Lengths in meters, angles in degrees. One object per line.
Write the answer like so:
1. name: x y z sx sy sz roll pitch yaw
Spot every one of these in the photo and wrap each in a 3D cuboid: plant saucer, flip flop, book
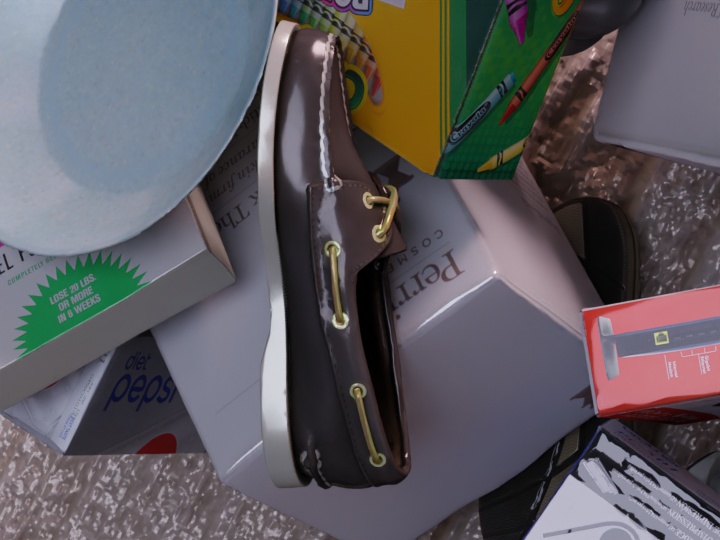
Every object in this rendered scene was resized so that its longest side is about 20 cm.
1. plant saucer: -0.107 -0.098 1.229 0.200 0.039 0.202 -12 68 32
2. flip flop: 0.109 0.064 1.367 0.081 0.058 0.201 -2 71 28
3. book: -0.149 -0.043 1.286 0.133 0.048 0.201 -29 54 7

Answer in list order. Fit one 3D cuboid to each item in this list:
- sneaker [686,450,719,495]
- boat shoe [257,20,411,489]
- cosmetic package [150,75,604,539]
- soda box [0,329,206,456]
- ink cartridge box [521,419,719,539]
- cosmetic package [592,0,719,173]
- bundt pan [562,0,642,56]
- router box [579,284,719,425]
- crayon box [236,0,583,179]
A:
1. sneaker: 0.134 0.186 1.326 0.089 0.074 0.200 50 116 18
2. boat shoe: -0.009 -0.006 1.169 0.060 0.072 0.202 1 100 13
3. cosmetic package: 0.000 0.000 1.321 0.167 0.166 0.201 -36 57 14
4. soda box: -0.112 0.050 1.368 0.063 0.200 0.069 30 98 21
5. ink cartridge box: 0.168 0.165 1.259 0.200 0.044 0.094 36 100 10
6. cosmetic package: 0.229 -0.131 1.239 0.164 0.165 0.201 12 92 -20
7. bundt pan: 0.098 -0.192 1.271 0.075 0.202 0.203 11 92 -22
8. router box: 0.208 0.031 1.246 0.178 0.200 0.049 -11 83 16
9. crayon box: 0.005 -0.137 1.212 0.200 0.058 0.119 36 114 36
